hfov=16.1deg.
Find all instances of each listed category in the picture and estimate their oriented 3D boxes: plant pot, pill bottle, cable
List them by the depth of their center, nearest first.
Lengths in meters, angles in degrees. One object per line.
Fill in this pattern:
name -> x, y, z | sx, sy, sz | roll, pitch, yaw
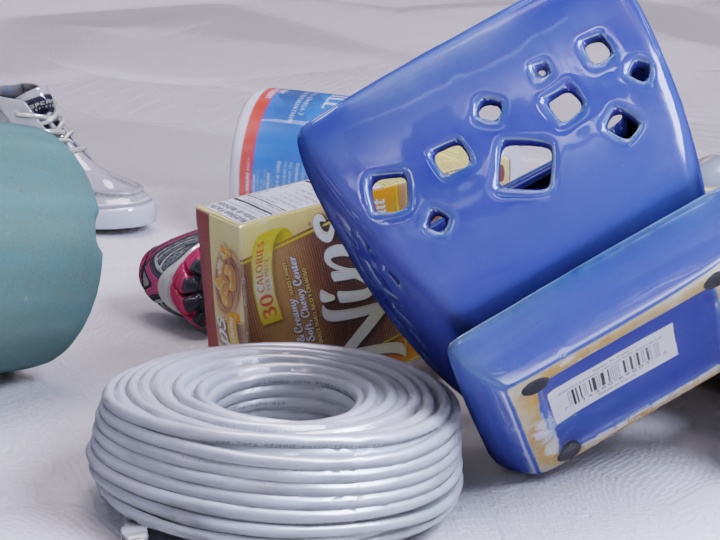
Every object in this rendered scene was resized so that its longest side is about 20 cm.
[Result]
cable -> -0.045, 0.090, 1.339 | 0.199, 0.070, 0.200 | -3, 16, -20
plant pot -> 0.104, -0.015, 1.379 | 0.199, 0.180, 0.200 | -29, -25, -2
plant pot -> -0.269, -0.013, 1.481 | 0.200, 0.202, 0.195 | 16, 13, 41
pill bottle -> 0.013, -0.070, 1.866 | 0.199, 0.113, 0.112 | 7, 15, 15

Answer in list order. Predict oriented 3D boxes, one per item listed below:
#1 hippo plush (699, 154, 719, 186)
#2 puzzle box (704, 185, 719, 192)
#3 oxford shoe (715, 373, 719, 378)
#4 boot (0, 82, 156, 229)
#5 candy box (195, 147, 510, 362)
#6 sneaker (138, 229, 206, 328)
hippo plush -> 0.321, -0.106, 1.852 | 0.158, 0.162, 0.200 | 9, -11, 3
puzzle box -> 0.187, -0.009, 1.522 | 0.199, 0.026, 0.133 | -2, 30, 8
oxford shoe -> 0.270, 0.049, 1.587 | 0.199, 0.072, 0.073 | 6, 33, 32
boot -> -0.240, -0.091, 1.925 | 0.199, 0.096, 0.073 | 11, 17, 28
candy box -> 0.000, 0.000, 1.552 | 0.199, 0.116, 0.055 | -16, 22, -32
sneaker -> -0.055, -0.014, 1.706 | 0.199, 0.081, 0.074 | -10, 17, -38
